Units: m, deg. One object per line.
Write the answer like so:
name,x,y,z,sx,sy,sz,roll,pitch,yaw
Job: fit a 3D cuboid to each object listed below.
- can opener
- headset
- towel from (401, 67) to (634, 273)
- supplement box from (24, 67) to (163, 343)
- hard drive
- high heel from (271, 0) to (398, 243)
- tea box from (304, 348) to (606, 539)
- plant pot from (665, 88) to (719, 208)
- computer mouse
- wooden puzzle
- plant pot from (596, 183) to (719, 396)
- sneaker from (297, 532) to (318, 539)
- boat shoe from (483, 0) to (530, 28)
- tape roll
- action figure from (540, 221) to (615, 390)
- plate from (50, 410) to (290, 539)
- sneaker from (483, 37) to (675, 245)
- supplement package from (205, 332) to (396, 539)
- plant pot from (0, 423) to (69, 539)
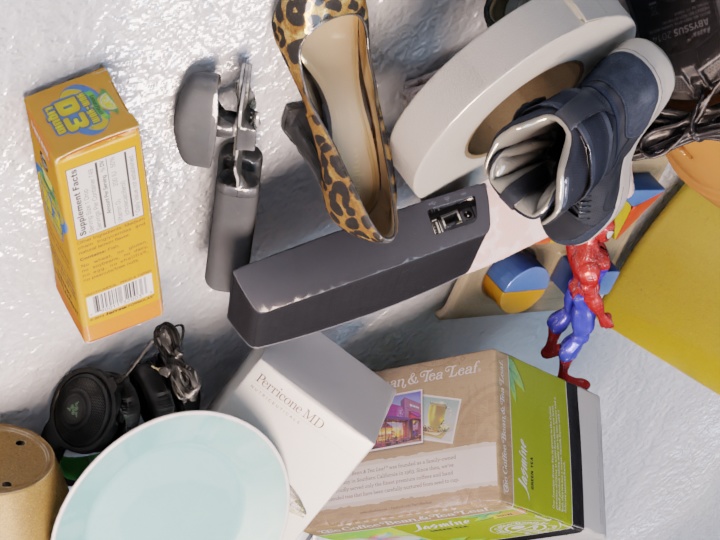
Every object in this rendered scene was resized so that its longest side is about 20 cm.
can opener,-0.105,-0.068,1.470,0.066,0.054,0.201,7,136,-4
headset,-0.172,0.113,1.574,0.123,0.094,0.200,-11,147,-33
towel,0.128,-0.104,1.609,0.190,0.032,0.201,-25,134,-14
supplement box,-0.182,-0.042,1.403,0.068,0.067,0.201,-20,143,-18
hard drive,0.000,0.000,1.527,0.199,0.043,0.135,-19,166,-12
high heel,-0.003,-0.120,1.398,0.071,0.143,0.201,-19,143,-22
tea box,0.080,0.164,1.755,0.199,0.135,0.196,-13,157,32
plant pot,0.296,-0.155,1.588,0.140,0.200,0.200,22,116,-46
computer mouse,0.241,-0.185,1.519,0.138,0.201,0.053,-11,172,37
wooden puzzle,0.178,-0.026,1.765,0.184,0.046,0.201,-4,135,-40
plant pot,0.367,0.003,1.839,0.199,0.200,0.177,-3,119,-50
sneaker,-0.123,0.237,1.785,0.199,0.075,0.115,-36,150,5
boat shoe,0.168,-0.239,1.471,0.060,0.076,0.200,6,127,-53
tape roll,0.109,-0.128,1.465,0.202,0.037,0.203,-34,164,-11
action figure,0.191,0.022,1.738,0.051,0.066,0.201,-5,141,-6
plate,-0.146,0.193,1.548,0.199,0.026,0.201,-13,118,-26
sneaker,0.140,-0.064,1.478,0.146,0.077,0.203,-40,159,-35
supplement package,-0.080,0.152,1.646,0.200,0.117,0.117,-52,-176,22
plant pot,-0.281,0.225,1.559,0.185,0.186,0.201,-12,125,-32
